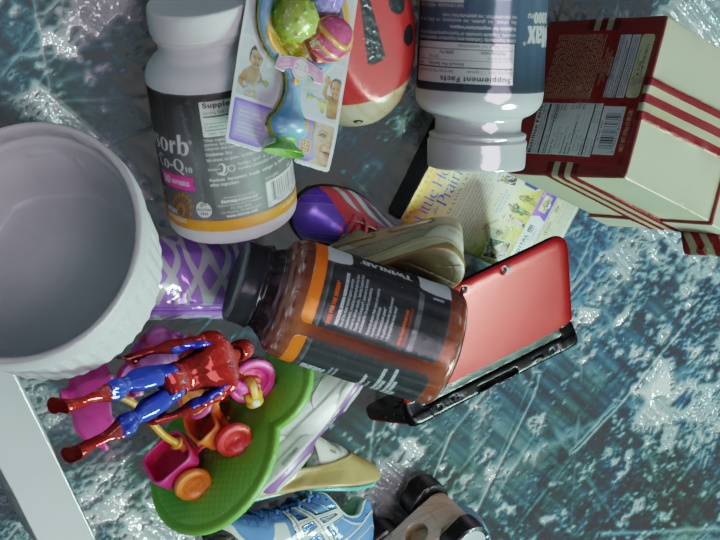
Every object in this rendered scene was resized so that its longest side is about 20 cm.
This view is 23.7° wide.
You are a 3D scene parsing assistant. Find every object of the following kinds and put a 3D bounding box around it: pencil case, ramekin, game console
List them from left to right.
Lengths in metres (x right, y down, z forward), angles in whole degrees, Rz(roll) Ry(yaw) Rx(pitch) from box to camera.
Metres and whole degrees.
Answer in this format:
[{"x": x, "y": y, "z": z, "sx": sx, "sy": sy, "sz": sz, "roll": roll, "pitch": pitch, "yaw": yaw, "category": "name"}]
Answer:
[{"x": -0.253, "y": -0.006, "z": 1.372, "sx": 0.200, "sy": 0.200, "sz": 0.105, "roll": -47, "pitch": 159, "yaw": -6, "category": "ramekin"}, {"x": -0.172, "y": 0.014, "z": 1.497, "sx": 0.199, "sy": 0.086, "sz": 0.084, "roll": -1, "pitch": 144, "yaw": -29, "category": "pencil case"}, {"x": 0.100, "y": 0.058, "z": 1.664, "sx": 0.199, "sy": 0.172, "sz": 0.119, "roll": -24, "pitch": 97, "yaw": -21, "category": "game console"}]

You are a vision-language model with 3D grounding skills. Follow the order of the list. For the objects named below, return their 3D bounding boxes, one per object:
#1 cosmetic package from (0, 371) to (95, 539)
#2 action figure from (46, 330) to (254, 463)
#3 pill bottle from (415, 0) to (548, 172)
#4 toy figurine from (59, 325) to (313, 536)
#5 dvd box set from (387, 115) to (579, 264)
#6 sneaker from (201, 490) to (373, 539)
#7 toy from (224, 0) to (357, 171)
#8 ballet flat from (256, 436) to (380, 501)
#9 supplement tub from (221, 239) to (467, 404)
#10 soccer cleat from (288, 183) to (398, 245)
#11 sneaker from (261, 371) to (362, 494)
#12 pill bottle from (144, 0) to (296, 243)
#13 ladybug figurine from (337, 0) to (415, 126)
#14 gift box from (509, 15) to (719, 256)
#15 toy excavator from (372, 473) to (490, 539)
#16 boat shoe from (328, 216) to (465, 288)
[{"x": -0.296, "y": 0.152, "z": 1.480, "sx": 0.050, "sy": 0.082, "sz": 0.201, "roll": -30, "pitch": 124, "yaw": -19, "category": "cosmetic package"}, {"x": -0.164, "y": 0.094, "z": 1.400, "sx": 0.199, "sy": 0.052, "sz": 0.066, "roll": -22, "pitch": 96, "yaw": -39, "category": "action figure"}, {"x": 0.108, "y": -0.193, "z": 1.543, "sx": 0.119, "sy": 0.119, "sz": 0.202, "roll": -4, "pitch": 102, "yaw": -31, "category": "pill bottle"}, {"x": -0.165, "y": 0.110, "z": 1.484, "sx": 0.200, "sy": 0.150, "sz": 0.184, "roll": -45, "pitch": 133, "yaw": 7, "category": "toy figurine"}, {"x": 0.134, "y": -0.083, "z": 1.682, "sx": 0.199, "sy": 0.029, "sz": 0.147, "roll": 23, "pitch": 96, "yaw": -37, "category": "dvd box set"}, {"x": -0.070, "y": 0.251, "z": 1.680, "sx": 0.199, "sy": 0.075, "sz": 0.078, "roll": 13, "pitch": 84, "yaw": -38, "category": "sneaker"}, {"x": -0.041, "y": -0.190, "z": 1.399, "sx": 0.115, "sy": 0.047, "sz": 0.201, "roll": 14, "pitch": 86, "yaw": -42, "category": "toy"}, {"x": -0.066, "y": 0.187, "z": 1.652, "sx": 0.199, "sy": 0.068, "sz": 0.064, "roll": -4, "pitch": 98, "yaw": -32, "category": "ballet flat"}, {"x": -0.015, "y": 0.038, "z": 1.472, "sx": 0.199, "sy": 0.107, "sz": 0.108, "roll": 19, "pitch": 100, "yaw": -12, "category": "supplement tub"}, {"x": 0.017, "y": -0.020, "z": 1.610, "sx": 0.200, "sy": 0.073, "sz": 0.068, "roll": 33, "pitch": 91, "yaw": -37, "category": "soccer cleat"}, {"x": -0.060, "y": 0.112, "z": 1.614, "sx": 0.200, "sy": 0.099, "sz": 0.075, "roll": -49, "pitch": 174, "yaw": -29, "category": "sneaker"}, {"x": -0.120, "y": -0.134, "z": 1.449, "sx": 0.116, "sy": 0.116, "sz": 0.201, "roll": -20, "pitch": 118, "yaw": -24, "category": "pill bottle"}, {"x": -0.008, "y": -0.216, "z": 1.512, "sx": 0.135, "sy": 0.072, "sz": 0.201, "roll": -28, "pitch": 122, "yaw": -19, "category": "ladybug figurine"}, {"x": 0.280, "y": -0.126, "z": 1.631, "sx": 0.186, "sy": 0.199, "sz": 0.186, "roll": 21, "pitch": 86, "yaw": -39, "category": "gift box"}, {"x": 0.067, "y": 0.344, "z": 1.790, "sx": 0.194, "sy": 0.100, "sz": 0.200, "roll": -42, "pitch": 134, "yaw": -9, "category": "toy excavator"}, {"x": 0.000, "y": 0.000, "z": 1.552, "sx": 0.199, "sy": 0.065, "sz": 0.072, "roll": -17, "pitch": 127, "yaw": 17, "category": "boat shoe"}]
